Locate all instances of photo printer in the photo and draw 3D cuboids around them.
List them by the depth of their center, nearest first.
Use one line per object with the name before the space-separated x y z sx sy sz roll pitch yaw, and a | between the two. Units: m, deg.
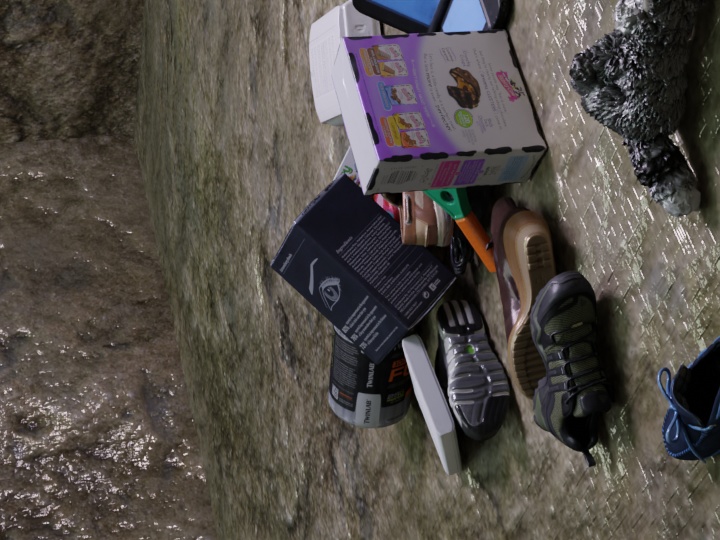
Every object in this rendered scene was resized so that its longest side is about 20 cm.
photo printer | -0.024 -0.303 2.089 0.200 0.069 0.168 175 89 -73

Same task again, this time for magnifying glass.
magnifying glass | 0.109 -0.082 1.632 0.079 0.022 0.201 -11 118 53

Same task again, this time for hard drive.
hard drive | 0.093 0.175 1.798 0.200 0.026 0.133 75 175 -67

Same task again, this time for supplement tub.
supplement tub | 0.019 0.111 1.992 0.123 0.121 0.202 -121 30 -54

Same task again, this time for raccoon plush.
raccoon plush | 0.274 -0.164 1.206 0.201 0.096 0.134 53 143 3

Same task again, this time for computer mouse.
computer mouse | 0.128 -0.101 1.703 0.201 0.052 0.140 92 166 -59

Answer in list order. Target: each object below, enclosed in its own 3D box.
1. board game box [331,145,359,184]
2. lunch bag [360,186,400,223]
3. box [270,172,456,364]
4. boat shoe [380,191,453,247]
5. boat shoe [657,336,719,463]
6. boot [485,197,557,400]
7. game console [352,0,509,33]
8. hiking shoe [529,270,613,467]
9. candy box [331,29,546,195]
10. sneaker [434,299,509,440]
board game box | -0.002 -0.155 1.914 0.201 0.034 0.126 -63 0 18
lunch bag | 0.044 -0.092 1.904 0.200 0.081 0.178 120 150 -63
box | 0.000 0.000 1.790 0.200 0.104 0.148 43 153 2
boat shoe | 0.059 -0.113 1.730 0.076 0.071 0.201 90 168 -52
boat shoe | 0.291 0.097 1.192 0.201 0.068 0.085 105 153 -49
boot | 0.184 0.027 1.563 0.166 0.071 0.202 -114 21 -75
game console | 0.079 -0.314 1.672 0.201 0.115 0.177 112 148 -57
hiking shoe | 0.225 0.098 1.425 0.101 0.075 0.202 45 147 52
candy box | 0.085 -0.177 1.555 0.072 0.198 0.169 114 147 -56
sneaker | 0.134 0.145 1.737 0.116 0.074 0.201 96 169 -50
